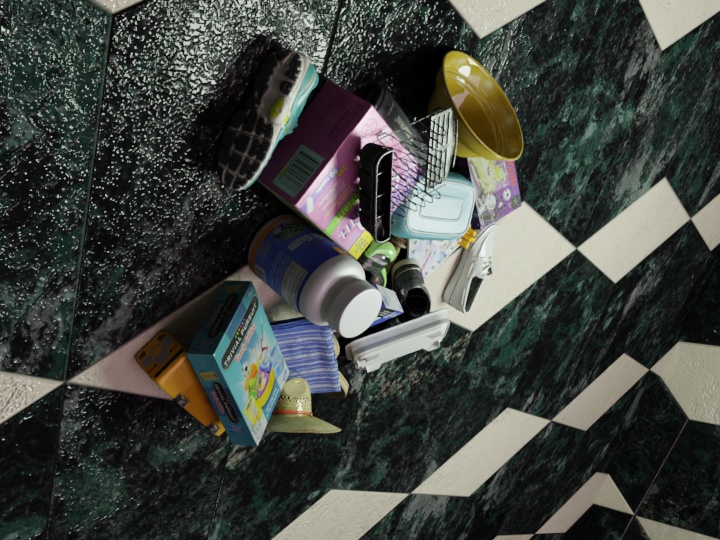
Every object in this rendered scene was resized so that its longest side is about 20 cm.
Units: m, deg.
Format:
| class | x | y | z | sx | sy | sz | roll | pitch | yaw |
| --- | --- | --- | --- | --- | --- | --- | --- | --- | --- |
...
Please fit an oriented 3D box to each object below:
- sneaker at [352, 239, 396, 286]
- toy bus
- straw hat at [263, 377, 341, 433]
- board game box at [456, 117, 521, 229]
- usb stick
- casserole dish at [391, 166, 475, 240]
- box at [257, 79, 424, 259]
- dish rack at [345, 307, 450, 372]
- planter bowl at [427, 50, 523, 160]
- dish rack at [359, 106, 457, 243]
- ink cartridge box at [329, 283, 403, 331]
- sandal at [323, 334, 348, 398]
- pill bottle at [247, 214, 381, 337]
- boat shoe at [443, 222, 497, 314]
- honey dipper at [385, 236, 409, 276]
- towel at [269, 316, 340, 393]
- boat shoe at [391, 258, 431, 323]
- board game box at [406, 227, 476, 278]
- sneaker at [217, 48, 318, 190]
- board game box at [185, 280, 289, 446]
| class | x | y | z | sx | sy | sz | roll | pitch | yaw |
| --- | --- | --- | --- | --- | --- | --- | --- | --- | --- |
| sneaker | 0.000 | 0.000 | 1.373 | 0.084 | 0.077 | 0.200 | -37 | 164 | -19 |
| toy bus | -0.250 | 0.175 | 1.255 | 0.065 | 0.078 | 0.200 | -46 | 145 | -12 |
| straw hat | -0.122 | 0.217 | 1.376 | 0.201 | 0.201 | 0.085 | 14 | 77 | -54 |
| board game box | 0.224 | -0.186 | 1.479 | 0.120 | 0.032 | 0.200 | -32 | 117 | -37 |
| usb stick | 0.060 | -0.218 | 1.316 | 0.055 | 0.033 | 0.200 | -60 | 146 | -9 |
| casserole dish | 0.123 | -0.107 | 1.389 | 0.200 | 0.039 | 0.121 | 3 | 102 | -40 |
| box | -0.026 | -0.142 | 1.227 | 0.176 | 0.097 | 0.200 | -52 | 147 | -2 |
| dish rack | 0.073 | 0.134 | 1.529 | 0.200 | 0.044 | 0.172 | -19 | 165 | -4 |
| planter bowl | 0.167 | -0.244 | 1.340 | 0.083 | 0.201 | 0.200 | -30 | 160 | 35 |
| dish rack | 0.078 | -0.146 | 1.214 | 0.200 | 0.055 | 0.154 | -30 | 140 | -31 |
| ink cartridge box | 0.008 | 0.065 | 1.373 | 0.094 | 0.044 | 0.200 | -24 | 171 | 8 |
| sandal | -0.070 | 0.138 | 1.464 | 0.212 | 0.078 | 0.070 | 64 | 33 | -43 |
| pill bottle | -0.065 | 0.010 | 1.222 | 0.112 | 0.200 | 0.112 | -31 | 140 | -30 |
| boat shoe | 0.239 | -0.006 | 1.691 | 0.074 | 0.065 | 0.200 | -6 | 124 | -47 |
| honey dipper | 0.046 | 0.001 | 1.489 | 0.038 | 0.038 | 0.200 | 8 | 112 | -53 |
| towel | -0.111 | 0.150 | 1.386 | 0.145 | 0.024 | 0.200 | -9 | 136 | -2 |
| boat shoe | 0.093 | 0.060 | 1.510 | 0.073 | 0.063 | 0.200 | -17 | 143 | -3 |
| board game box | 0.156 | -0.069 | 1.532 | 0.200 | 0.026 | 0.200 | -42 | 152 | -29 |
| sneaker | -0.116 | -0.190 | 1.102 | 0.200 | 0.077 | 0.080 | -58 | 155 | 6 |
| board game box | -0.176 | 0.139 | 1.244 | 0.151 | 0.047 | 0.200 | -69 | 152 | -45 |
